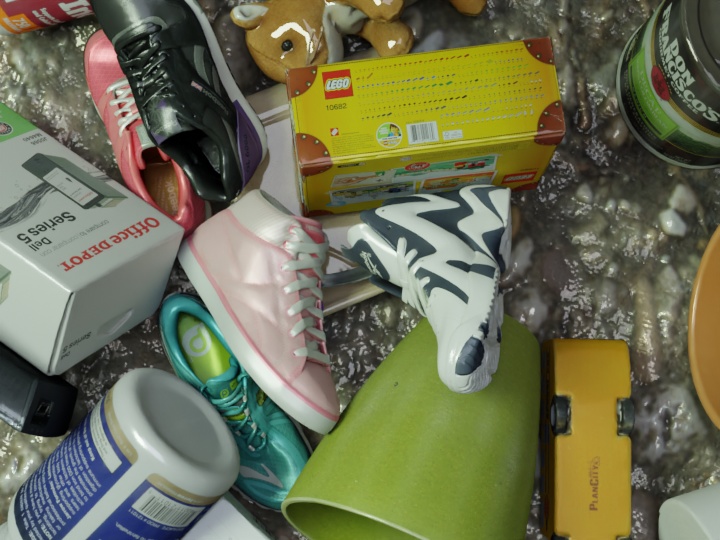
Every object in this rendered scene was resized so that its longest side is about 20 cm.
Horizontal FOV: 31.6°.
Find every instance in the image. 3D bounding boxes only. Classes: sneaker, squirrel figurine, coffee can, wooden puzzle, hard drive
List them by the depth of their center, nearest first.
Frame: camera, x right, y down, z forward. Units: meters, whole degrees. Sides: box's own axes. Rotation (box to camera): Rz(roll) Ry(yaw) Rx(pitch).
[{"bbox_3d":[0.043,0.009,0.950,0.128,0.080,0.200,2,49,12],"label":"sneaker"},{"bbox_3d":[-0.275,0.074,0.951,0.134,0.200,0.043,34,82,1],"label":"hard drive"},{"bbox_3d":[-0.055,0.021,0.971,0.104,0.075,0.201,-41,63,9],"label":"sneaker"},{"bbox_3d":[-0.142,-0.143,0.971,0.075,0.088,0.201,-26,112,24],"label":"sneaker"},{"bbox_3d":[0.297,-0.171,1.007,0.145,0.200,0.148,0,83,-2],"label":"coffee can"},{"bbox_3d":[-0.105,0.107,1.017,0.077,0.080,0.201,-34,87,-7],"label":"sneaker"},{"bbox_3d":[-0.171,-0.114,1.035,0.073,0.087,0.202,-22,85,-6],"label":"sneaker"},{"bbox_3d":[-0.028,-0.249,1.052,0.186,0.141,0.201,-39,70,5],"label":"squirrel figurine"},{"bbox_3d":[-0.014,-0.074,1.068,0.183,0.037,0.202,-22,80,-5],"label":"wooden puzzle"}]

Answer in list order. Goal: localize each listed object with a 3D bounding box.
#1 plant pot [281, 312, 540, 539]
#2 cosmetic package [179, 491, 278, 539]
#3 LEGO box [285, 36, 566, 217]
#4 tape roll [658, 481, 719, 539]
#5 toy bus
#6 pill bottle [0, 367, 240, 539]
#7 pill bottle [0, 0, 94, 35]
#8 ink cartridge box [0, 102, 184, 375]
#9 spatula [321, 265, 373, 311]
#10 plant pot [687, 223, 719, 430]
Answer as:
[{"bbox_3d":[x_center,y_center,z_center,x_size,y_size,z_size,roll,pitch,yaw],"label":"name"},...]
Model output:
[{"bbox_3d":[0.062,0.131,0.987,0.186,0.187,0.201,25,67,0],"label":"plant pot"},{"bbox_3d":[-0.138,0.282,0.994,0.113,0.081,0.200,42,82,1],"label":"cosmetic package"},{"bbox_3d":[0.046,-0.106,0.979,0.198,0.149,0.078,-7,78,-3],"label":"LEGO box"},{"bbox_3d":[0.297,0.259,0.959,0.070,0.202,0.204,-17,84,-4],"label":"tape roll"},{"bbox_3d":[0.180,0.156,1.025,0.064,0.078,0.202,2,83,-3],"label":"toy bus"},{"bbox_3d":[-0.194,0.178,0.961,0.116,0.116,0.200,46,107,3],"label":"pill bottle"},{"bbox_3d":[-0.213,-0.265,1.015,0.198,0.113,0.114,-12,84,13],"label":"pill bottle"},{"bbox_3d":[-0.257,-0.029,0.968,0.199,0.145,0.085,33,122,13],"label":"ink cartridge box"},{"bbox_3d":[0.000,0.000,1.024,0.198,0.021,0.057,-21,69,-6],"label":"spatula"},{"bbox_3d":[0.371,0.044,1.002,0.139,0.200,0.202,9,83,-19],"label":"plant pot"}]
